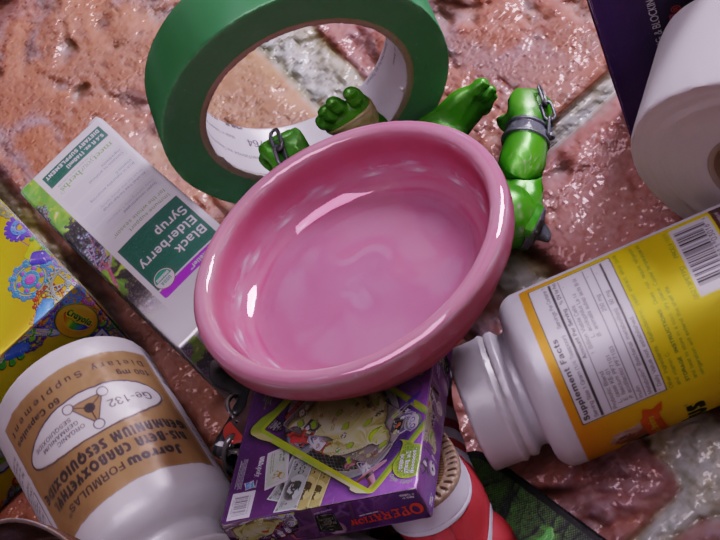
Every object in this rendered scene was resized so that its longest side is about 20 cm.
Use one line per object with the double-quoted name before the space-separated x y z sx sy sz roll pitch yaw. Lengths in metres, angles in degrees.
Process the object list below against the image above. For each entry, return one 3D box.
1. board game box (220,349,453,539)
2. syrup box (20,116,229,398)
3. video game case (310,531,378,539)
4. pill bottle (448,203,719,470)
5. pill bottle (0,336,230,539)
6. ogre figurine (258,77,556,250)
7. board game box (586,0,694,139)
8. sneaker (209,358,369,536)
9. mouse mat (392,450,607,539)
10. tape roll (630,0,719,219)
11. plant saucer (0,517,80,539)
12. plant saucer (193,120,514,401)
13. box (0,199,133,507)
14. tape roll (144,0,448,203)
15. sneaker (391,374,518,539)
"board game box" -0.007 0.072 0.984 0.119 0.032 0.201 -17 35 23
"syrup box" -0.137 -0.011 1.157 0.079 0.082 0.200 -45 55 -8
"video game case" 0.013 0.247 0.935 0.198 0.023 0.184 17 100 27
"pill bottle" 0.156 0.045 1.000 0.198 0.109 0.110 -23 56 6
"pill bottle" -0.139 0.147 1.046 0.114 0.115 0.200 -36 56 -3
"ogre figurine" 0.046 -0.057 1.108 0.198 0.098 0.121 -1 57 -32
"board game box" 0.228 -0.160 1.038 0.164 0.200 0.057 -17 58 11
"sneaker" -0.049 0.124 1.037 0.081 0.078 0.201 -5 42 -17
"mouse mat" 0.062 0.219 0.996 0.160 0.008 0.200 33 77 32
"tape roll" 0.261 -0.081 0.979 0.201 0.203 0.071 10 65 25
"plant saucer" -0.171 0.239 0.992 0.199 0.034 0.202 12 109 39
"plant saucer" 0.000 0.000 0.989 0.199 0.051 0.202 -17 43 17
"box" -0.289 0.046 1.155 0.193 0.122 0.200 -43 56 -7
"tape roll" -0.041 -0.127 1.117 0.199 0.201 0.048 -26 55 4
"sneaker" 0.047 0.129 1.020 0.071 0.113 0.200 -25 25 8
